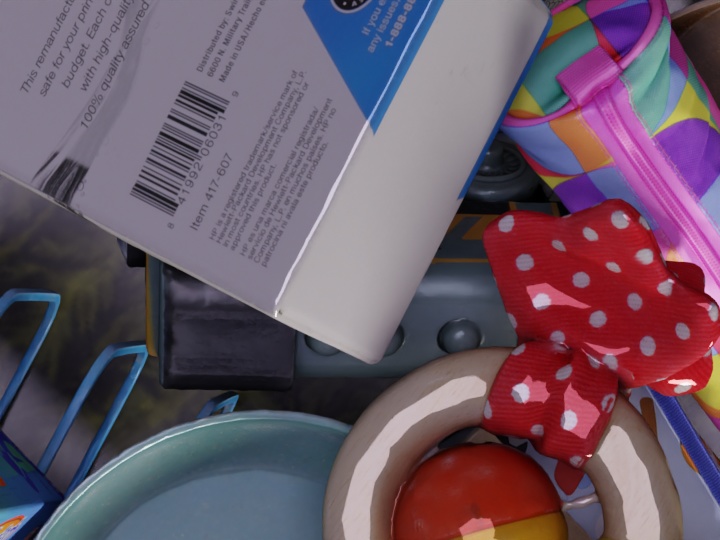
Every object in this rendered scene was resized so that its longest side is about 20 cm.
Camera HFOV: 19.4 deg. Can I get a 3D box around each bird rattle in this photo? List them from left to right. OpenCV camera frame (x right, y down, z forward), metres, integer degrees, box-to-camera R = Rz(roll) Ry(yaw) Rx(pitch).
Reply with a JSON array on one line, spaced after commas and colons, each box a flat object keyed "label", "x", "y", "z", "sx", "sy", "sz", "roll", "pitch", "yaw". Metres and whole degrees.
[{"label": "bird rattle", "x": 0.064, "y": 0.081, "z": 0.745, "sx": 0.162, "sy": 0.113, "sz": 0.201, "roll": -18, "pitch": 94, "yaw": 5}]

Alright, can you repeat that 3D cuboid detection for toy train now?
[{"label": "toy train", "x": 0.000, "y": 0.000, "z": 0.853, "sx": 0.199, "sy": 0.114, "sz": 0.086, "roll": 2, "pitch": 124, "yaw": -6}]

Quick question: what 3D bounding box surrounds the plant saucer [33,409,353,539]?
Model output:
[{"label": "plant saucer", "x": -0.041, "y": 0.151, "z": 0.796, "sx": 0.199, "sy": 0.036, "sz": 0.202, "roll": -1, "pitch": 93, "yaw": -13}]

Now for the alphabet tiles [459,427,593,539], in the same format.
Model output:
[{"label": "alphabet tiles", "x": 0.032, "y": 0.187, "z": 0.793, "sx": 0.200, "sy": 0.008, "sz": 0.167, "roll": -45, "pitch": 102, "yaw": -7}]

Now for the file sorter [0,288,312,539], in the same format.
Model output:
[{"label": "file sorter", "x": -0.125, "y": 0.084, "z": 0.884, "sx": 0.199, "sy": 0.139, "sz": 0.123, "roll": 28, "pitch": 90, "yaw": 3}]

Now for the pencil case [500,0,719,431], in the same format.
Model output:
[{"label": "pencil case", "x": 0.130, "y": -0.018, "z": 0.825, "sx": 0.088, "sy": 0.088, "sz": 0.200, "roll": -38, "pitch": 116, "yaw": 4}]

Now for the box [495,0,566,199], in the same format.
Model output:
[{"label": "box", "x": 0.064, "y": -0.143, "z": 0.867, "sx": 0.136, "sy": 0.038, "sz": 0.201, "roll": 30, "pitch": 121, "yaw": 3}]

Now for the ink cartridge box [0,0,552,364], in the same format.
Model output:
[{"label": "ink cartridge box", "x": -0.055, "y": -0.077, "z": 0.763, "sx": 0.199, "sy": 0.084, "sz": 0.147, "roll": 27, "pitch": 89, "yaw": 31}]

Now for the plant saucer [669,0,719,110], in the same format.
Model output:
[{"label": "plant saucer", "x": 0.193, "y": -0.044, "z": 0.853, "sx": 0.199, "sy": 0.201, "sz": 0.035, "roll": 25, "pitch": 51, "yaw": 3}]

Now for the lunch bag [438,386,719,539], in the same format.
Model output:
[{"label": "lunch bag", "x": 0.097, "y": 0.152, "z": 0.877, "sx": 0.170, "sy": 0.124, "sz": 0.201, "roll": -33, "pitch": 81, "yaw": 4}]

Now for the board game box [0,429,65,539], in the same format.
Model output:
[{"label": "board game box", "x": -0.180, "y": 0.042, "z": 0.720, "sx": 0.045, "sy": 0.200, "sz": 0.152, "roll": -44, "pitch": 87, "yaw": -2}]
